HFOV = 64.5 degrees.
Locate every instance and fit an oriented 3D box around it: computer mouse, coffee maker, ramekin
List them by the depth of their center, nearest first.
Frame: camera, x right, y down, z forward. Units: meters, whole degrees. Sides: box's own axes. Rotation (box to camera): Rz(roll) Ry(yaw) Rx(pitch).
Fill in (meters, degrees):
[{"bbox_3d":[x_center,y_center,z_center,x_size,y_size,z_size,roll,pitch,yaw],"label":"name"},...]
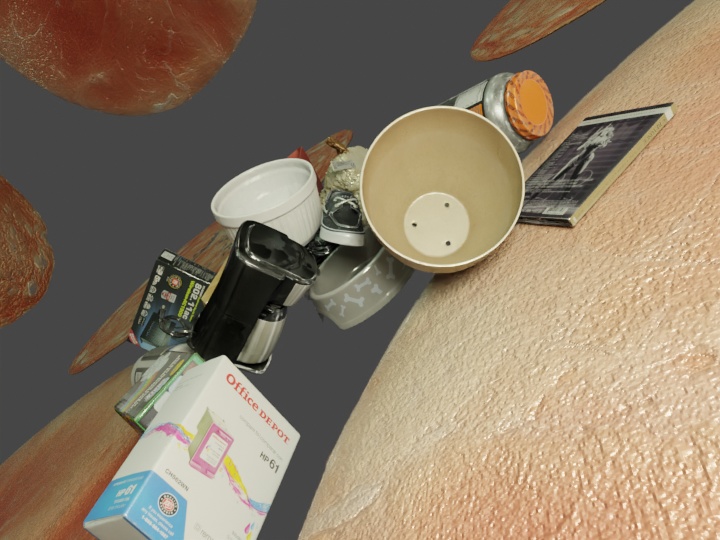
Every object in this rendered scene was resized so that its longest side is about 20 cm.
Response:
[{"bbox_3d":[-0.184,0.040,0.870,0.203,0.188,0.136,-59,43,28],"label":"coffee maker"},{"bbox_3d":[-0.053,-0.044,0.952,0.057,0.035,0.200,-8,13,5],"label":"computer mouse"},{"bbox_3d":[-0.162,-0.107,1.037,0.194,0.107,0.203,-13,34,9],"label":"ramekin"}]

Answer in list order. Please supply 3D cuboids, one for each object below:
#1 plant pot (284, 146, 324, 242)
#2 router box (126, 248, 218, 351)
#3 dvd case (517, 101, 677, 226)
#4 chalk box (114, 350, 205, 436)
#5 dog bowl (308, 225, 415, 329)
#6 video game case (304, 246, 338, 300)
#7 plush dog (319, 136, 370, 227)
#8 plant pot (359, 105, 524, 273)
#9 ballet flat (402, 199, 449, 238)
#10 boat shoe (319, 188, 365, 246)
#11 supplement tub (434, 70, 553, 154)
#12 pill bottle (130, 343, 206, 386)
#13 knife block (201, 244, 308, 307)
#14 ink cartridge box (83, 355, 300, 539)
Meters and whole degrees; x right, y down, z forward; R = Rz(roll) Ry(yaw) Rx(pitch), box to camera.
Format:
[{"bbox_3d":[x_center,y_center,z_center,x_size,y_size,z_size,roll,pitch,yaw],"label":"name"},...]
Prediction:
[{"bbox_3d":[-0.152,-0.122,1.248,0.198,0.177,0.201,-37,20,10],"label":"plant pot"},{"bbox_3d":[-0.366,0.081,1.154,0.204,0.146,0.062,-62,11,19],"label":"router box"},{"bbox_3d":[0.276,-0.131,0.716,0.200,0.016,0.148,-46,19,-10],"label":"dvd case"},{"bbox_3d":[-0.262,0.208,0.847,0.125,0.125,0.198,-49,22,-27],"label":"chalk box"},{"bbox_3d":[0.000,0.000,0.890,0.198,0.059,0.201,-36,21,16],"label":"dog bowl"},{"bbox_3d":[-0.035,-0.044,1.100,0.180,0.022,0.201,-37,21,11],"label":"video game case"},{"bbox_3d":[-0.031,-0.149,1.100,0.173,0.158,0.202,-53,7,42],"label":"plush dog"},{"bbox_3d":[0.100,-0.084,0.734,0.200,0.201,0.135,-42,-15,-8],"label":"plant pot"},{"bbox_3d":[0.124,-0.101,0.861,0.067,0.069,0.201,9,44,27],"label":"ballet flat"},{"bbox_3d":[-0.028,-0.090,0.910,0.201,0.069,0.070,-108,26,-72],"label":"boat shoe"},{"bbox_3d":[0.199,-0.233,0.913,0.198,0.123,0.123,-10,35,54],"label":"supplement tub"},{"bbox_3d":[-0.345,0.194,1.038,0.198,0.115,0.115,-12,33,52],"label":"pill bottle"},{"bbox_3d":[-0.169,0.016,1.023,0.170,0.065,0.202,-5,33,16],"label":"knife block"},{"bbox_3d":[-0.167,0.218,0.613,0.083,0.145,0.202,-25,25,32],"label":"ink cartridge box"}]
